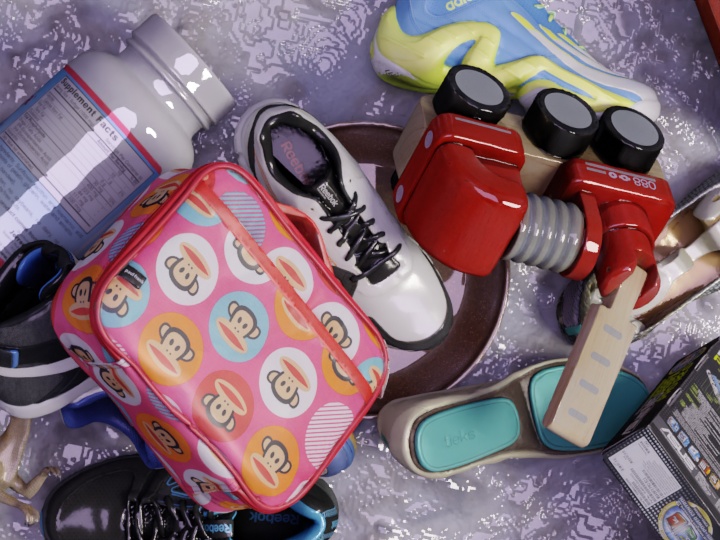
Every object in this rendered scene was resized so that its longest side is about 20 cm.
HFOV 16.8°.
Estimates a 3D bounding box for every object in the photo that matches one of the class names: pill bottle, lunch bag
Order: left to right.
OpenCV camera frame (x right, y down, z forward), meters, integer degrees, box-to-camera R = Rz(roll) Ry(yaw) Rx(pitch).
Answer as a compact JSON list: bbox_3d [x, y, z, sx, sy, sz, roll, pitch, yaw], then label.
[{"bbox_3d":[-0.182,-0.072,1.596,0.200,0.109,0.109,-42,92,-4],"label":"pill bottle"},{"bbox_3d":[-0.078,0.035,1.518,0.200,0.082,0.176,51,60,-21],"label":"lunch bag"}]

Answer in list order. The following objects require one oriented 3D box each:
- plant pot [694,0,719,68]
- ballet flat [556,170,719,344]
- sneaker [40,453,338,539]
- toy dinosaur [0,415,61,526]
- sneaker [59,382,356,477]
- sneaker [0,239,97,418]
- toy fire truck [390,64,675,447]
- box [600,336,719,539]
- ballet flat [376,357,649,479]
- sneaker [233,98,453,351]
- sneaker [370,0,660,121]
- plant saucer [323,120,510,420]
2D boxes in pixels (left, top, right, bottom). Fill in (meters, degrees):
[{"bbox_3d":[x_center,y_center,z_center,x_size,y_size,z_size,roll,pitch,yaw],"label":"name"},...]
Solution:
[{"bbox_3d":[0.319,-0.171,1.601,0.176,0.200,0.200,-21,90,7],"label":"plant pot"},{"bbox_3d":[0.224,-0.011,1.643,0.200,0.072,0.072,-35,91,-4],"label":"ballet flat"},{"bbox_3d":[-0.113,0.159,1.610,0.199,0.082,0.073,-3,92,-2],"label":"sneaker"},{"bbox_3d":[-0.265,0.155,1.617,0.200,0.058,0.101,-37,65,11],"label":"toy dinosaur"},{"bbox_3d":[-0.104,0.104,1.602,0.200,0.075,0.088,21,53,5],"label":"sneaker"},{"bbox_3d":[-0.156,0.008,1.545,0.200,0.112,0.073,-34,57,-15],"label":"sneaker"},{"bbox_3d":[0.112,-0.008,1.544,0.176,0.200,0.129,13,129,-21],"label":"toy fire truck"},{"bbox_3d":[0.256,0.160,1.600,0.044,0.160,0.200,-35,92,32],"label":"box"},{"bbox_3d":[0.100,0.097,1.629,0.200,0.069,0.070,-5,89,-29],"label":"ballet flat"},{"bbox_3d":[-0.012,-0.027,1.587,0.074,0.080,0.200,-41,93,-6],"label":"sneaker"},{"bbox_3d":[0.111,-0.159,1.635,0.200,0.076,0.105,12,87,-3],"label":"sneaker"},{"bbox_3d":[0.000,0.000,1.644,0.200,0.037,0.201,0,89,-5],"label":"plant saucer"}]
